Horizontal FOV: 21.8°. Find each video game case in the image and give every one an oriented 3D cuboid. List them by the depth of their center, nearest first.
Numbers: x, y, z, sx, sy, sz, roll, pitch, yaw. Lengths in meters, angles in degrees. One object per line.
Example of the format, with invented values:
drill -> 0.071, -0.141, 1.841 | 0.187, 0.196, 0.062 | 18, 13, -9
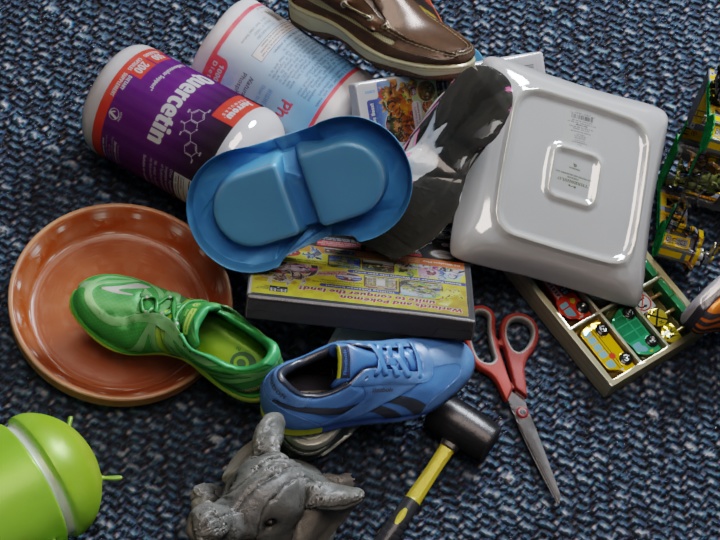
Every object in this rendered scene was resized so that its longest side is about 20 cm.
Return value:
video game case -> 0.000, 0.000, 1.683 | 0.200, 0.026, 0.181 | 6, 28, -3
video game case -> 0.091, -0.119, 1.741 | 0.200, 0.018, 0.143 | -12, 98, -24

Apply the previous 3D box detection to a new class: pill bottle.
pill bottle -> -0.149, -0.120, 1.717 | 0.200, 0.112, 0.112 | 28, 59, 16
pill bottle -> -0.055, -0.164, 1.775 | 0.200, 0.109, 0.109 | 34, 60, 10

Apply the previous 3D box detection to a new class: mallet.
mallet -> 0.058, 0.201, 1.633 | 0.066, 0.041, 0.200 | 25, 63, 8

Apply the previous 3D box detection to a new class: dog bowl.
dog bowl -> -0.052, -0.071, 1.624 | 0.200, 0.050, 0.112 | -17, 104, 9

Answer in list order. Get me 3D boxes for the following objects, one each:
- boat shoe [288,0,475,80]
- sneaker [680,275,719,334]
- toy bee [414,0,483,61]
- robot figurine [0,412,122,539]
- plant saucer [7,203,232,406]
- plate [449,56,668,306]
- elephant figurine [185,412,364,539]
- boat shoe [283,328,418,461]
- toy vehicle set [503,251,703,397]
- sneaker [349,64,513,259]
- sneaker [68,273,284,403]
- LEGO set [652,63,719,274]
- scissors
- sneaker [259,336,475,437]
boat shoe -> 0.017, -0.238, 1.723 | 0.202, 0.075, 0.075 | 23, 35, 24
sneaker -> 0.394, 0.041, 1.744 | 0.200, 0.078, 0.112 | -21, 67, -35
toy bee -> 0.075, -0.174, 1.807 | 0.109, 0.131, 0.200 | -43, 85, -3
robot figurine -> -0.299, 0.192, 1.523 | 0.200, 0.116, 0.175 | -30, 62, -24
plant saucer -> -0.216, 0.032, 1.679 | 0.200, 0.032, 0.200 | 4, 61, -8
plate -> 0.192, -0.085, 1.733 | 0.199, 0.032, 0.200 | 15, 75, -17
elephant figurine -> -0.068, 0.190, 1.517 | 0.141, 0.200, 0.155 | 9, 59, -5
boat shoe -> -0.003, 0.092, 1.666 | 0.073, 0.062, 0.200 | 35, 61, 14
toy vehicle set -> 0.220, 0.011, 1.773 | 0.124, 0.027, 0.200 | -29, 70, -24
sneaker -> 0.069, -0.096, 1.682 | 0.080, 0.086, 0.200 | 41, 98, -4
sneaker -> -0.154, 0.045, 1.617 | 0.200, 0.084, 0.074 | 21, 60, 2
LEGO set -> 0.360, -0.091, 1.772 | 0.116, 0.200, 0.154 | 15, 33, -3
scissors -> 0.136, 0.121, 1.705 | 0.073, 0.014, 0.200 | 1, 61, -12
sneaker -> 0.012, 0.089, 1.590 | 0.200, 0.078, 0.066 | -11, 62, -19
